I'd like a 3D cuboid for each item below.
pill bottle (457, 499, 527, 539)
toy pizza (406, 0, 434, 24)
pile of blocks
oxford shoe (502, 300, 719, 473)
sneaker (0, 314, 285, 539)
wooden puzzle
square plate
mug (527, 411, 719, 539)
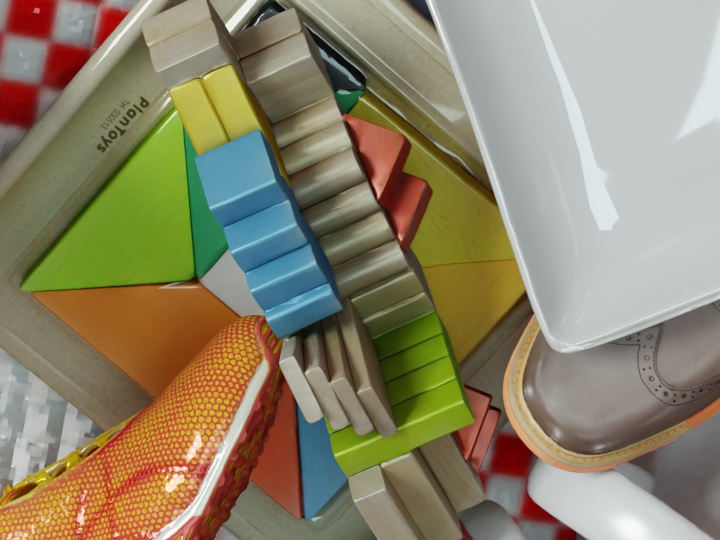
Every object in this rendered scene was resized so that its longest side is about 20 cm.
[{"bbox_3d":[-0.015,0.172,0.850,0.200,0.111,0.111,-28,104,-5],"label":"pill bottle"},{"bbox_3d":[0.100,-0.098,0.863,0.200,0.032,0.201,-2,103,-9],"label":"toy pizza"},{"bbox_3d":[0.000,0.000,0.781,0.062,0.082,0.200,-25,105,7],"label":"pile of blocks"},{"bbox_3d":[0.125,-0.011,0.800,0.200,0.073,0.071,-41,82,-23],"label":"oxford shoe"},{"bbox_3d":[-0.094,0.088,0.821,0.077,0.073,0.200,40,105,2],"label":"sneaker"},{"bbox_3d":[-0.022,-0.002,0.839,0.200,0.037,0.185,39,103,-16],"label":"wooden puzzle"},{"bbox_3d":[0.118,-0.100,0.758,0.198,0.028,0.200,-20,89,7],"label":"square plate"},{"bbox_3d":[0.143,0.117,0.837,0.200,0.175,0.148,33,93,-14],"label":"mug"}]
